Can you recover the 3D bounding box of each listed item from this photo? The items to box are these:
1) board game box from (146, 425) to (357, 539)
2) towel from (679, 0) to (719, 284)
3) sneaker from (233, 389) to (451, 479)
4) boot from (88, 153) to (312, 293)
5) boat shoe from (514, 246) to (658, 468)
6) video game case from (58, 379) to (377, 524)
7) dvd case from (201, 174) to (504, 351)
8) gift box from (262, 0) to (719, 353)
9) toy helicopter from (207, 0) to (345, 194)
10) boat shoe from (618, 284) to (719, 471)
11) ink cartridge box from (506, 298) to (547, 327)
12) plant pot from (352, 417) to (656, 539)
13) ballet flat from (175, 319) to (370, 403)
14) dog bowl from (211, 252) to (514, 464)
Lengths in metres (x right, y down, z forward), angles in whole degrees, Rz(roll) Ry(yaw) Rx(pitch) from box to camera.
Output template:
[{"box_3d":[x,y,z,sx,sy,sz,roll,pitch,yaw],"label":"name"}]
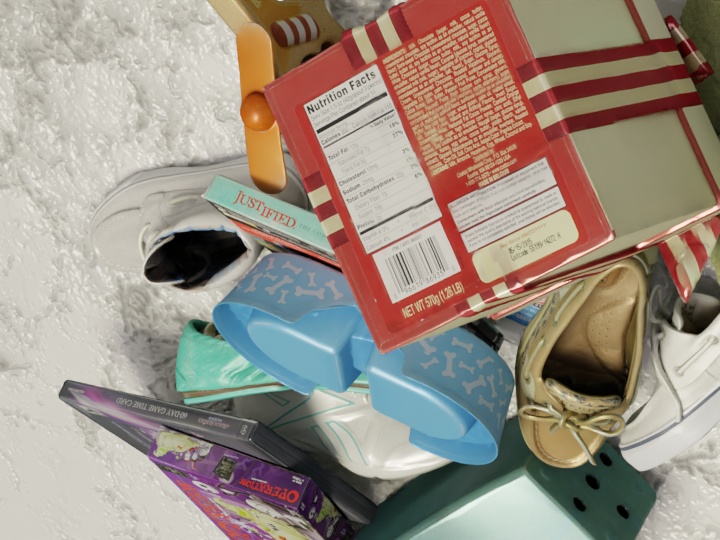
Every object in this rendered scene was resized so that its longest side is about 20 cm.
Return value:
[{"box_3d":[-0.065,0.171,1.558,0.120,0.032,0.200,21,164,23],"label":"board game box"},{"box_3d":[0.217,-0.068,1.213,0.036,0.200,0.149,-3,132,-19],"label":"towel"},{"box_3d":[-0.008,0.091,1.512,0.200,0.070,0.081,6,117,30],"label":"sneaker"},{"box_3d":[-0.129,-0.024,1.492,0.199,0.096,0.074,-17,110,38],"label":"boot"},{"box_3d":[0.134,0.050,1.319,0.073,0.063,0.201,6,128,0],"label":"boat shoe"},{"box_3d":[-0.102,0.127,1.550,0.199,0.019,0.143,9,158,43],"label":"video game case"},{"box_3d":[0.000,0.000,1.384,0.146,0.022,0.200,23,172,24],"label":"dvd case"},{"box_3d":[0.083,-0.054,1.185,0.184,0.187,0.201,-22,88,34],"label":"gift box"},{"box_3d":[-0.060,-0.138,1.330,0.079,0.132,0.200,-22,120,39],"label":"toy helicopter"},{"box_3d":[0.208,0.040,1.343,0.086,0.075,0.202,42,130,0],"label":"boat shoe"},{"box_3d":[0.106,-0.070,1.335,0.116,0.068,0.201,24,130,16],"label":"ink cartridge box"},{"box_3d":[0.094,0.193,1.475,0.141,0.141,0.200,45,126,-2],"label":"plant pot"},{"box_3d":[-0.035,0.050,1.460,0.199,0.067,0.071,-4,94,22],"label":"ballet flat"},{"box_3d":[0.006,0.052,1.364,0.199,0.050,0.112,25,158,15],"label":"dog bowl"}]
